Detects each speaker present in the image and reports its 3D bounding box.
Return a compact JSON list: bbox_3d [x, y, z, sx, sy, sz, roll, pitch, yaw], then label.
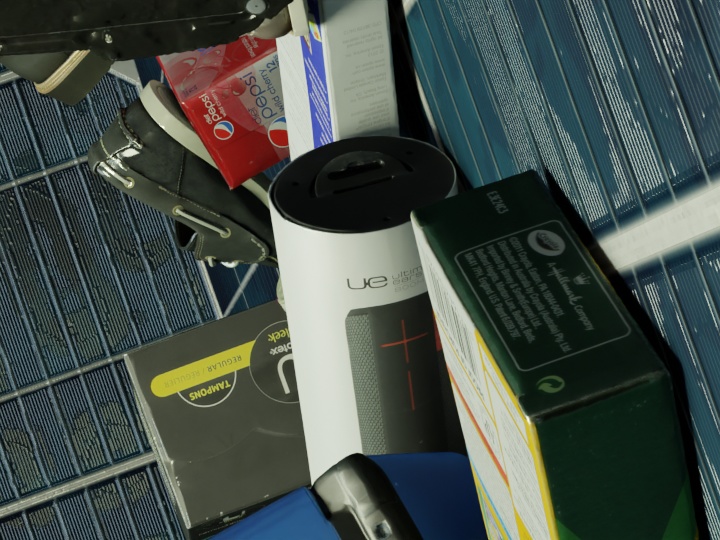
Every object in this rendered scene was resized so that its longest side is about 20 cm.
[{"bbox_3d":[0.011,0.045,1.057,0.081,0.081,0.201,-120,19,-56],"label":"speaker"}]

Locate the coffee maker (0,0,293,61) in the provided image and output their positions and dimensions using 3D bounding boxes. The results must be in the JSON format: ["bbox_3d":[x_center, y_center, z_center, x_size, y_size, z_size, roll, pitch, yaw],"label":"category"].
[{"bbox_3d":[-0.073,-0.184,0.920,0.135,0.190,0.201,112,165,-47],"label":"coffee maker"}]

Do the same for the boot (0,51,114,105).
[{"bbox_3d":[-0.178,-0.193,1.400,0.200,0.138,0.078,-52,29,28],"label":"boot"}]

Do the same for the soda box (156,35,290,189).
[{"bbox_3d":[-0.081,-0.126,1.415,0.064,0.070,0.200,61,179,-30],"label":"soda box"}]

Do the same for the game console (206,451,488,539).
[{"bbox_3d":[0.018,0.184,0.960,0.201,0.118,0.170,60,-159,17],"label":"game console"}]

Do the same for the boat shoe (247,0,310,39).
[{"bbox_3d":[-0.070,-0.148,1.041,0.200,0.059,0.072,-119,18,-54],"label":"boat shoe"}]

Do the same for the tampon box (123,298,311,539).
[{"bbox_3d":[-0.071,0.102,1.680,0.200,0.149,0.127,110,139,-79],"label":"tampon box"}]

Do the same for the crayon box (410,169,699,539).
[{"bbox_3d":[0.076,0.082,0.849,0.126,0.051,0.201,-117,11,-53],"label":"crayon box"}]

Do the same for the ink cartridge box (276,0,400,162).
[{"bbox_3d":[-0.013,-0.098,1.067,0.095,0.037,0.201,-117,17,-46],"label":"ink cartridge box"}]

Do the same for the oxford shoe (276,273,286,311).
[{"bbox_3d":[0.000,0.000,1.209,0.076,0.057,0.200,-63,12,5],"label":"oxford shoe"}]

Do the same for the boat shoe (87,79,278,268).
[{"bbox_3d":[-0.083,-0.036,1.489,0.200,0.068,0.072,39,-171,-37],"label":"boat shoe"}]
